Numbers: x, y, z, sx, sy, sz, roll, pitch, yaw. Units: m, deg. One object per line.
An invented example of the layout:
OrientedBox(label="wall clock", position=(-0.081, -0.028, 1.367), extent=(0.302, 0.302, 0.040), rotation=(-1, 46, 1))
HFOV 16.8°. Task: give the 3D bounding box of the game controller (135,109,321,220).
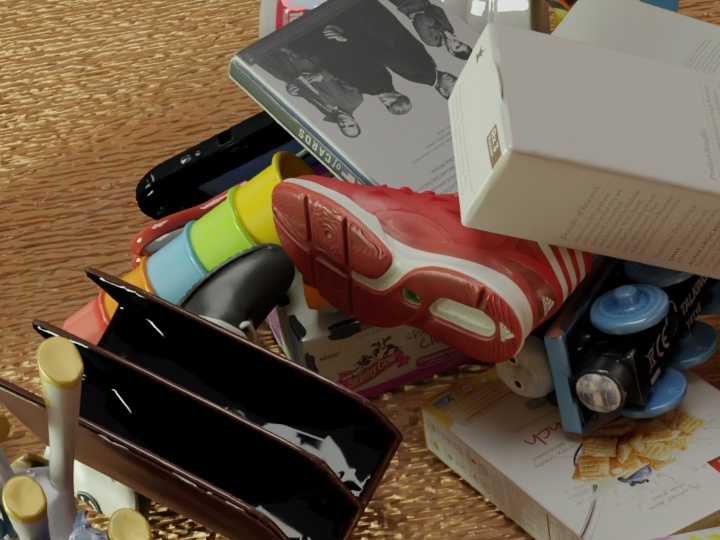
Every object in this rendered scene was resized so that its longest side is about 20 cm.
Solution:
OrientedBox(label="game controller", position=(-0.054, -0.079, 1.662), extent=(0.199, 0.104, 0.042), rotation=(-25, 60, 18))

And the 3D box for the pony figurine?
OrientedBox(label="pony figurine", position=(-0.153, 0.158, 1.282), extent=(0.166, 0.200, 0.194), rotation=(-18, 66, -18))

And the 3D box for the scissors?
OrientedBox(label="scissors", position=(-0.066, -0.056, 1.593), extent=(0.200, 0.073, 0.014), rotation=(-31, 74, 1))

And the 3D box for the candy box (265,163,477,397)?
OrientedBox(label="candy box", position=(0.000, 0.000, 1.596), extent=(0.136, 0.061, 0.200), rotation=(-17, 33, -10))

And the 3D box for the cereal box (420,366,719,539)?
OrientedBox(label="cereal box", position=(0.147, 0.105, 1.410), extent=(0.143, 0.040, 0.200), rotation=(-24, 35, -23))

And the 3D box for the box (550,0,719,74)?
OrientedBox(label="box", position=(0.217, -0.090, 1.584), extent=(0.200, 0.124, 0.098), rotation=(25, 70, 42))

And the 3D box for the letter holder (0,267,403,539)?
OrientedBox(label="letter holder", position=(-0.098, 0.076, 1.367), extent=(0.199, 0.142, 0.101), rotation=(24, 78, 22))

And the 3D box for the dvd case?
OrientedBox(label="dvd case", position=(0.038, -0.098, 1.519), extent=(0.150, 0.025, 0.200), rotation=(-33, 67, -33))

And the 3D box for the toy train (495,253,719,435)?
OrientedBox(label="toy train", position=(0.152, 0.018, 1.438), extent=(0.114, 0.087, 0.200), rotation=(2, 34, 30))

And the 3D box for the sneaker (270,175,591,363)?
OrientedBox(label="sneaker", position=(0.049, -0.020, 1.419), extent=(0.200, 0.079, 0.115), rotation=(30, 48, 33))

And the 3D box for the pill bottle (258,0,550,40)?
OrientedBox(label="pill bottle", position=(0.035, -0.170, 1.788), extent=(0.199, 0.120, 0.120), rotation=(-3, 34, 14))

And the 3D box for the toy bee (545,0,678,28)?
OrientedBox(label="toy bee", position=(0.181, -0.165, 1.721), extent=(0.109, 0.200, 0.131), rotation=(-51, 0, -4))

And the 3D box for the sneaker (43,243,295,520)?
OrientedBox(label="sneaker", position=(-0.094, 0.075, 1.487), extent=(0.088, 0.074, 0.200), rotation=(36, 78, 28))

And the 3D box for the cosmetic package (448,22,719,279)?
OrientedBox(label="cosmetic package", position=(0.154, -0.063, 1.372), extent=(0.199, 0.074, 0.102), rotation=(11, 48, -17))

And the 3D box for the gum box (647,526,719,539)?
OrientedBox(label="gum box", position=(0.168, 0.196, 1.243), extent=(0.199, 0.066, 0.114), rotation=(-11, 35, 0))

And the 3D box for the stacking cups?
OrientedBox(label="stacking cups", position=(-0.112, -0.001, 1.558), extent=(0.200, 0.061, 0.061), rotation=(-33, 27, 21))

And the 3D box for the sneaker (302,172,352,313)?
OrientedBox(label="sneaker", position=(0.040, -0.036, 1.519), extent=(0.092, 0.076, 0.200), rotation=(18, 43, 29))
